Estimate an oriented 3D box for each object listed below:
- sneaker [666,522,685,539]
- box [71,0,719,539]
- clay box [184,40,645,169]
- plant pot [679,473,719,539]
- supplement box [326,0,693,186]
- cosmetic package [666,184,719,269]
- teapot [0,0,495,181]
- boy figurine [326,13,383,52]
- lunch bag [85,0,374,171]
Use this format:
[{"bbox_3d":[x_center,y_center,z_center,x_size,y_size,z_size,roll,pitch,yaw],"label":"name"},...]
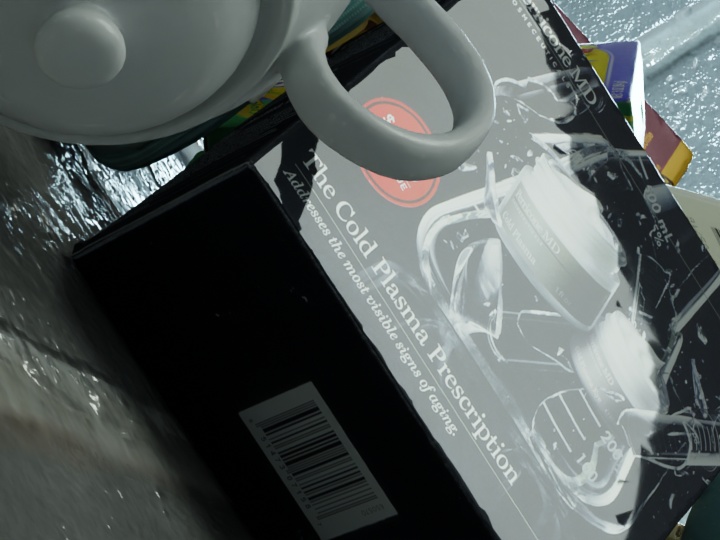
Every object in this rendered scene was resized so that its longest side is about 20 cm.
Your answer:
[{"bbox_3d":[0.121,0.152,1.238,0.200,0.071,0.112,27,-10,20],"label":"sneaker"},{"bbox_3d":[0.031,0.019,0.925,0.200,0.104,0.182,57,43,-9],"label":"box"},{"bbox_3d":[0.017,-0.058,1.073,0.115,0.199,0.048,-67,153,-71],"label":"clay box"},{"bbox_3d":[0.223,0.162,0.991,0.200,0.134,0.201,18,68,-52],"label":"plant pot"},{"bbox_3d":[0.040,-0.078,1.187,0.200,0.110,0.086,46,42,-8],"label":"supplement box"},{"bbox_3d":[0.101,0.056,1.108,0.103,0.200,0.073,13,44,-43],"label":"cosmetic package"},{"bbox_3d":[-0.076,-0.107,0.778,0.146,0.199,0.198,-95,169,-47],"label":"teapot"},{"bbox_3d":[-0.028,-0.125,1.075,0.064,0.199,0.125,52,44,-40],"label":"boy figurine"},{"bbox_3d":[-0.072,-0.141,1.017,0.077,0.160,0.200,51,9,-44],"label":"lunch bag"}]
